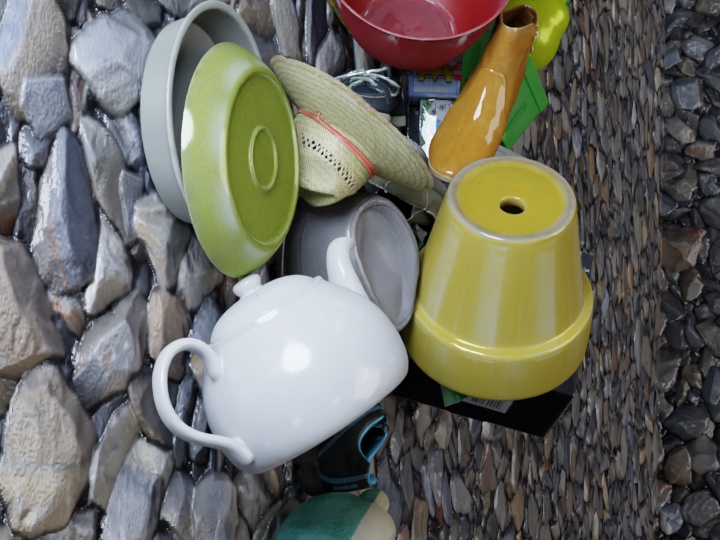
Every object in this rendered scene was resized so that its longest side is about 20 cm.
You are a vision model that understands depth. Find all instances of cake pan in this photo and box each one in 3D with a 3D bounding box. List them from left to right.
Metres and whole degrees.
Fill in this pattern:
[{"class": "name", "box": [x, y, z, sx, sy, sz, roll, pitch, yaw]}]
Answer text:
[{"class": "cake pan", "box": [-0.132, -0.128, 1.274, 0.200, 0.036, 0.202, -1, 90, -69]}]

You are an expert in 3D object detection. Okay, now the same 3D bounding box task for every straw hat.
[{"class": "straw hat", "box": [-0.034, -0.107, 1.402, 0.085, 0.200, 0.201, -50, 147, -10]}]

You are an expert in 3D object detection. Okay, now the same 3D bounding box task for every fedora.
[{"class": "fedora", "box": [0.000, 0.000, 1.485, 0.176, 0.090, 0.202, -30, 115, -47]}]

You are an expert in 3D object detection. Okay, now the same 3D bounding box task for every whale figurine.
[{"class": "whale figurine", "box": [-0.032, 0.278, 1.462, 0.160, 0.103, 0.200, -61, 175, -7]}]

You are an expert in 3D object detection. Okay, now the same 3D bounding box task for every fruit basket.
[{"class": "fruit basket", "box": [0.175, -0.281, 1.915, 0.215, 0.154, 0.218, -37, 134, -51]}]

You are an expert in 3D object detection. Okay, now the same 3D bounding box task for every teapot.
[{"class": "teapot", "box": [-0.067, 0.072, 1.283, 0.147, 0.196, 0.200, 57, 5, -4]}]

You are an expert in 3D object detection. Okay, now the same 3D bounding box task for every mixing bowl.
[{"class": "mixing bowl", "box": [0.056, -0.287, 1.567, 0.109, 0.198, 0.202, 102, 1, -58]}]

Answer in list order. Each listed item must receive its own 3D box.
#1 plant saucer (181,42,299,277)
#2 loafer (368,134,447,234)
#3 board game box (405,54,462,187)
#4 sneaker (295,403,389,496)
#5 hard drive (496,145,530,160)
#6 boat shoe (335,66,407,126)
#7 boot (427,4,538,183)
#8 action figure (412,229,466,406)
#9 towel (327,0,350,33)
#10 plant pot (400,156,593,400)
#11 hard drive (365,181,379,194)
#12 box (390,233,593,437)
[{"class": "plant saucer", "box": [-0.095, -0.095, 1.276, 0.200, 0.031, 0.202, -2, 90, -69]}, {"class": "loafer", "box": [0.048, -0.085, 1.628, 0.070, 0.075, 0.200, -53, 150, -8]}, {"class": "board game box", "box": [0.082, -0.190, 1.714, 0.200, 0.061, 0.202, 80, 12, -84]}, {"class": "sneaker", "box": [-0.003, 0.149, 1.540, 0.073, 0.081, 0.201, 64, 31, -44]}, {"class": "hard drive", "box": [0.170, -0.065, 1.731, 0.131, 0.027, 0.201, 24, 43, -21]}, {"class": "boat shoe", "box": [0.009, -0.185, 1.592, 0.200, 0.074, 0.063, -15, 104, -70]}, {"class": "boot", "box": [0.131, -0.191, 1.560, 0.202, 0.070, 0.145, -59, 168, -51]}, {"class": "action figure", "box": [0.092, 0.038, 1.651, 0.117, 0.055, 0.201, -22, 74, -33]}, {"class": "towel", "box": [-0.034, -0.336, 1.564, 0.200, 0.018, 0.087, 49, 44, -59]}, {"class": "plant pot", "box": [0.144, -0.003, 1.512, 0.190, 0.199, 0.202, 93, 13, -44]}, {"class": "hard drive", "box": [0.005, -0.047, 1.636, 0.200, 0.033, 0.141, -29, 116, -67]}, {"class": "box", "box": [0.156, 0.063, 1.759, 0.124, 0.198, 0.198, 113, -9, -57]}]
